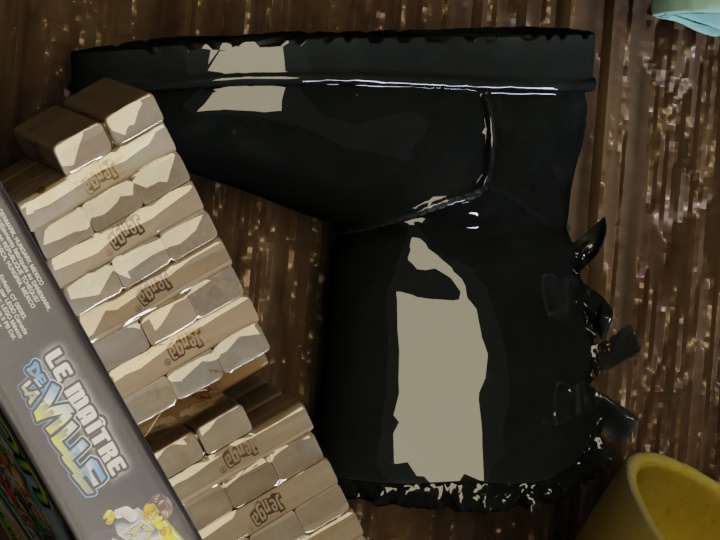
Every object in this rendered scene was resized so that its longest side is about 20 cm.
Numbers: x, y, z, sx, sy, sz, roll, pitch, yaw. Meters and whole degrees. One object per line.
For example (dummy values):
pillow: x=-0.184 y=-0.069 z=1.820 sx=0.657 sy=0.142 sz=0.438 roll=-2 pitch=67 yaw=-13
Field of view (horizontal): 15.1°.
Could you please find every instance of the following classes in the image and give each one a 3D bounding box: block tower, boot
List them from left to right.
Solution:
block tower: x=-0.053 y=0.041 z=0.864 sx=0.054 sy=0.058 sz=0.201 roll=-29 pitch=108 yaw=-13
boot: x=-0.001 y=0.000 z=0.919 sx=0.197 sy=0.073 sz=0.164 roll=-2 pitch=97 yaw=-20

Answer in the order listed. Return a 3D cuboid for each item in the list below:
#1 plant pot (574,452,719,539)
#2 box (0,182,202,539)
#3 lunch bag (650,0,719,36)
plant pot: x=0.119 y=0.181 z=0.919 sx=0.200 sy=0.200 sz=0.142 roll=38 pitch=103 yaw=-18
box: x=-0.108 y=0.038 z=0.852 sx=0.035 sy=0.110 sz=0.201 roll=-32 pitch=102 yaw=-18
lunch bag: x=0.185 y=-0.161 z=0.961 sx=0.199 sy=0.122 sz=0.172 roll=3 pitch=90 yaw=-27
